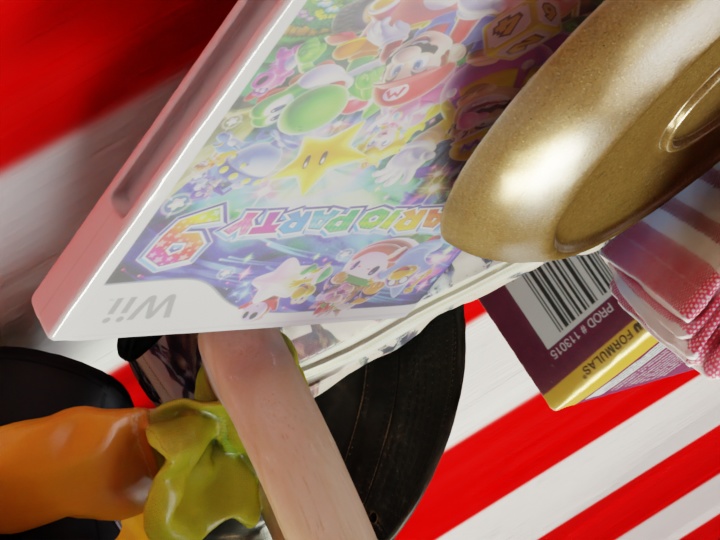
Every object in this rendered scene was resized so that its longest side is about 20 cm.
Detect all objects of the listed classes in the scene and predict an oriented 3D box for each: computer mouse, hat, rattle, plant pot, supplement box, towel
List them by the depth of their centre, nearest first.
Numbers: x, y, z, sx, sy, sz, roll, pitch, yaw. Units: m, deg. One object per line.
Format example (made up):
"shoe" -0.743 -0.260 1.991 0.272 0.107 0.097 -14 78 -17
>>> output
"plant pot" 0.108 -0.066 0.776 0.200 0.027 0.200 -38 168 -10
"rattle" -0.041 0.122 0.850 0.143 0.200 0.130 -17 165 -22
"towel" 0.160 -0.056 0.855 0.200 0.030 0.146 -49 -170 4
"computer mouse" -0.101 0.100 0.996 0.200 0.140 0.046 117 -12 -60
"hat" -0.032 0.066 1.098 0.201 0.081 0.201 -59 -162 31
"supplement box" 0.153 -0.024 1.183 0.131 0.103 0.200 -43 162 31

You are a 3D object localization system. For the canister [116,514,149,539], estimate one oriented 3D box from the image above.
"canister" -0.111 0.154 1.217 0.148 0.087 0.200 -37 163 9

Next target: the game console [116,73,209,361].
"game console" 0.024 -0.042 0.828 0.176 0.117 0.200 10 154 -7

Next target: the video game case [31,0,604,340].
"video game case" 0.009 -0.048 0.738 0.143 0.018 0.200 -4 145 -41

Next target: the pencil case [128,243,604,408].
"pencil case" 0.000 0.000 0.973 0.200 0.089 0.078 -30 131 -10
